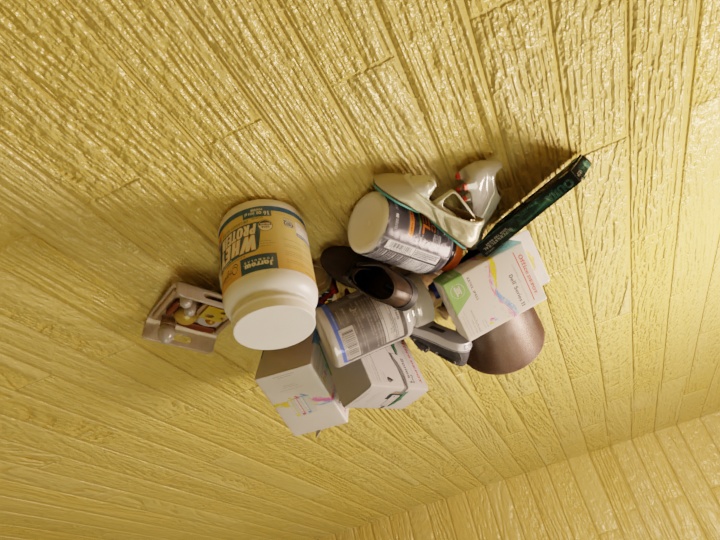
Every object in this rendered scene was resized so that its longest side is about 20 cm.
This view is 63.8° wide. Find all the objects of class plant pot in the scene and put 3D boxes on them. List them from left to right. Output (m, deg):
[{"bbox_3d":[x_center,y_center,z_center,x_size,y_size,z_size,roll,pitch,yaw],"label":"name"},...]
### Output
[{"bbox_3d":[0.267,0.079,1.186,0.186,0.188,0.201,-20,129,9],"label":"plant pot"}]

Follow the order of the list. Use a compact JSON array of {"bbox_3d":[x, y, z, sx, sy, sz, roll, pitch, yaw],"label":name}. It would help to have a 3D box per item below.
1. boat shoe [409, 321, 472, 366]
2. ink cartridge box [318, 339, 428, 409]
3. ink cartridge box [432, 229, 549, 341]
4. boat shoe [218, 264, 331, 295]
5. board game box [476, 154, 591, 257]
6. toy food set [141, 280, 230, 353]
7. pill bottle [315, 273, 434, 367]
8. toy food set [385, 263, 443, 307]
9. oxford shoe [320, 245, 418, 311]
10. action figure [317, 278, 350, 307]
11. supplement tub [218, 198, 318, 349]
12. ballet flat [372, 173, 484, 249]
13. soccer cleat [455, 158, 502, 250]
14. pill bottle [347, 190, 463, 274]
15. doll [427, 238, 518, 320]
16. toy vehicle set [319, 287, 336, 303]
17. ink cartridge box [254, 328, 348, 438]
[{"bbox_3d":[0.144,0.144,1.208,0.070,0.199,0.067,-20,120,-45],"label":"boat shoe"},{"bbox_3d":[0.029,0.193,1.157,0.084,0.147,0.199,-41,147,25],"label":"ink cartridge box"},{"bbox_3d":[0.244,0.023,1.021,0.199,0.118,0.067,-29,-170,-4],"label":"ink cartridge box"},{"bbox_3d":[-0.148,0.010,1.021,0.199,0.074,0.063,2,147,-10],"label":"boat shoe"},{"bbox_3d":[0.292,-0.109,0.973,0.200,0.028,0.135,-43,178,36],"label":"board game box"},{"bbox_3d":[-0.300,0.096,1.059,0.143,0.061,0.200,20,144,-29],"label":"toy food set"},{"bbox_3d":[0.025,0.084,1.038,0.199,0.114,0.114,-22,147,-13],"label":"pill bottle"},{"bbox_3d":[0.091,0.037,1.159,0.196,0.049,0.201,-5,144,-13],"label":"toy food set"},{"bbox_3d":[0.000,0.000,0.974,0.084,0.199,0.073,22,91,-56],"label":"oxford shoe"},{"bbox_3d":[-0.109,0.089,1.110,0.200,0.052,0.065,-37,135,19],"label":"action figure"},{"bbox_3d":[-0.144,0.005,0.899,0.143,0.201,0.145,-9,145,-7],"label":"supplement tub"},{"bbox_3d":[0.114,-0.111,0.915,0.199,0.070,0.069,32,129,-16],"label":"ballet flat"},{"bbox_3d":[0.204,-0.106,0.988,0.077,0.070,0.201,-19,144,-6],"label":"soccer cleat"},{"bbox_3d":[0.084,-0.055,0.979,0.199,0.107,0.106,16,135,-37],"label":"pill bottle"},{"bbox_3d":[0.218,0.009,1.077,0.200,0.137,0.048,-39,170,-1],"label":"doll"},{"bbox_3d":[-0.150,0.067,1.133,0.198,0.027,0.125,-5,144,-13],"label":"toy vehicle set"},{"bbox_3d":[-0.106,0.232,1.189,0.124,0.129,0.201,-18,122,16],"label":"ink cartridge box"}]
